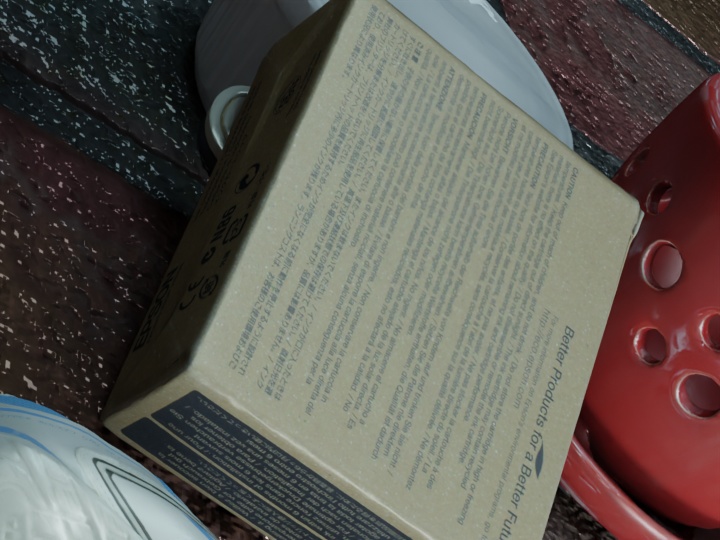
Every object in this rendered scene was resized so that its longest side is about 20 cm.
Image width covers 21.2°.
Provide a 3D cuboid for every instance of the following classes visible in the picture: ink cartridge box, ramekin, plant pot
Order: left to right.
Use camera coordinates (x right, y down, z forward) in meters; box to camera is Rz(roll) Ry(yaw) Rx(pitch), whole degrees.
[{"bbox_3d":[0.006,-0.090,0.961,0.202,0.094,0.203,35,28,-22],"label":"ramekin"},{"bbox_3d":[0.011,0.014,0.759,0.164,0.075,0.201,37,52,-20],"label":"ink cartridge box"},{"bbox_3d":[0.180,0.033,0.948,0.200,0.182,0.201,36,28,-22],"label":"plant pot"}]

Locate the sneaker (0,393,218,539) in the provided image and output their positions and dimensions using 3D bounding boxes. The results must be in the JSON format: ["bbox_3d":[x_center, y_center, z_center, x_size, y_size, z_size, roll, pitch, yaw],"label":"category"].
[{"bbox_3d":[-0.056,0.113,0.604,0.200,0.072,0.073,46,16,-10],"label":"sneaker"}]

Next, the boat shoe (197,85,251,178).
[{"bbox_3d":[0.000,0.000,0.847,0.199,0.062,0.075,38,51,-18],"label":"boat shoe"}]
